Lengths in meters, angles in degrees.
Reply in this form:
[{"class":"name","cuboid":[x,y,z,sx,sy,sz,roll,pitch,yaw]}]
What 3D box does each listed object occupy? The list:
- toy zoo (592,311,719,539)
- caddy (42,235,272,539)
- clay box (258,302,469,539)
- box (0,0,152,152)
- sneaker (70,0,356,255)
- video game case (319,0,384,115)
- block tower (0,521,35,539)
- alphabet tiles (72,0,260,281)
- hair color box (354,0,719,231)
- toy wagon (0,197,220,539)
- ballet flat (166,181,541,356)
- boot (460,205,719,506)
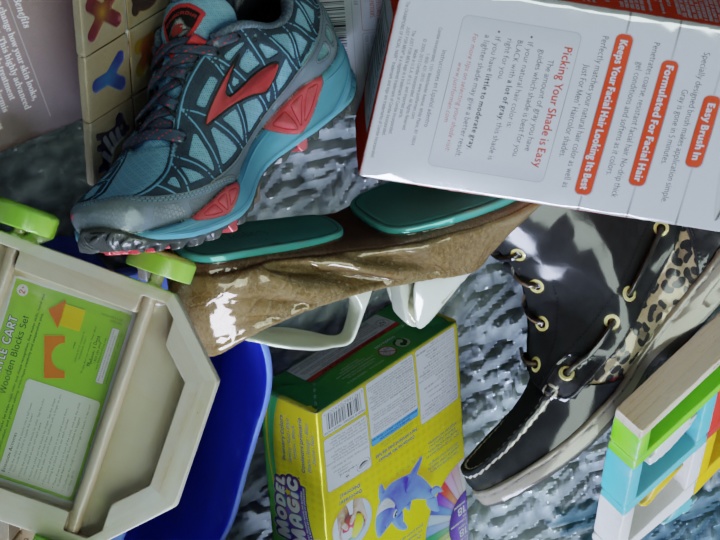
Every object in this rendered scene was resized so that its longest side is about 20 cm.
[{"class":"toy zoo","cuboid":[0.182,0.083,1.585,0.131,0.020,0.200,-41,159,-19]},{"class":"caddy","cuboid":[-0.126,0.079,1.479,0.141,0.105,0.201,5,115,-24]},{"class":"clay box","cuboid":[0.005,0.129,1.565,0.115,0.047,0.201,-31,130,-39]},{"class":"box","cuboid":[-0.208,-0.103,1.372,0.199,0.075,0.100,-21,122,-7]},{"class":"sneaker","cuboid":[-0.080,-0.080,1.347,0.079,0.200,0.096,-1,120,32]},{"class":"video game case","cuboid":[0.055,-0.175,1.416,0.180,0.046,0.201,-3,123,1]},{"class":"block tower","cuboid":[-0.250,0.118,1.432,0.199,0.054,0.058,7,110,10]},{"class":"alphabet tiles","cuboid":[-0.081,-0.103,1.396,0.167,0.008,0.201,-38,135,-47]},{"class":"hair color box","cuboid":[0.105,-0.091,1.410,0.199,0.064,0.111,9,120,-7]},{"class":"toy wagon","cuboid":[-0.169,0.046,1.368,0.199,0.040,0.156,19,89,2]},{"class":"ballet flat","cuboid":[0.000,0.000,1.435,0.199,0.068,0.073,-16,117,-22]},{"class":"boot","cuboid":[0.090,0.009,1.518,0.151,0.073,0.200,43,97,-12]}]
